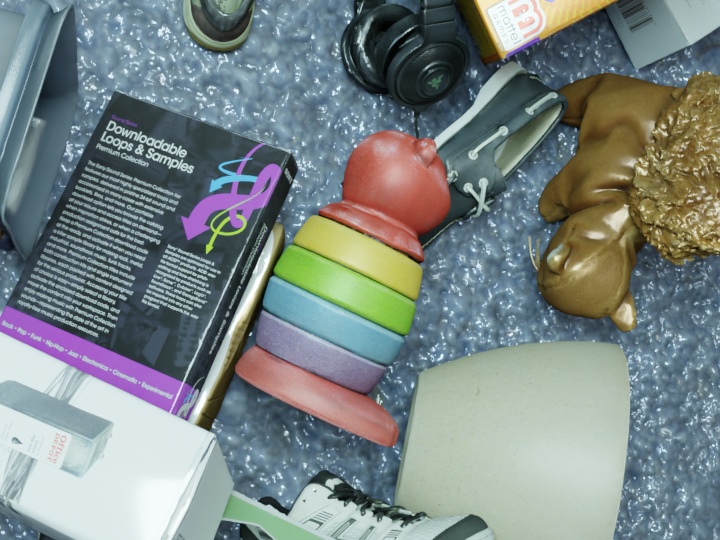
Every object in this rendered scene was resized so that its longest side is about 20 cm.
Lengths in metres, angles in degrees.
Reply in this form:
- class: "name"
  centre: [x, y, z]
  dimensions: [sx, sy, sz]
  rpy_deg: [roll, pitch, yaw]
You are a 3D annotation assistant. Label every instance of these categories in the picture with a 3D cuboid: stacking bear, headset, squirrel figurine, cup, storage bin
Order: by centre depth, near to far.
- class: "storage bin"
  centre: [-0.252, -0.086, 0.631]
  dimensions: [0.132, 0.200, 0.148]
  rpy_deg: [17, 79, -10]
- class: "stacking bear"
  centre: [0.000, 0.000, 0.745]
  dimensions: [0.112, 0.121, 0.203]
  rpy_deg: [25, 87, -24]
- class: "cup"
  centre: [0.102, 0.140, 0.780]
  dimensions: [0.140, 0.200, 0.204]
  rpy_deg: [11, 81, 2]
- class: "headset"
  centre: [0.020, -0.157, 0.795]
  dimensions: [0.092, 0.123, 0.204]
  rpy_deg: [-14, 115, -20]
- class: "squirrel figurine"
  centre: [0.214, -0.053, 0.825]
  dimensions: [0.141, 0.199, 0.188]
  rpy_deg: [43, 62, -20]

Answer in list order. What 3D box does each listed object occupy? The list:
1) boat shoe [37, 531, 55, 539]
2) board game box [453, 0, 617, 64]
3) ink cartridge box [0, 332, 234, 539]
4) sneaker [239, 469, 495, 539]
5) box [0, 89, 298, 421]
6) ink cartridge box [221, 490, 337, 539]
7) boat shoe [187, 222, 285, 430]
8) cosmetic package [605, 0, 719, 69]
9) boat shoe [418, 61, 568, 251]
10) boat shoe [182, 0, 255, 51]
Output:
- class: "boat shoe"
  centre: [-0.185, 0.206, 0.699]
  dimensions: [0.072, 0.063, 0.204]
  rpy_deg: [20, 78, -20]
- class: "board game box"
  centre: [0.140, -0.288, 0.772]
  dimensions: [0.197, 0.200, 0.203]
  rpy_deg: [-26, 98, 7]
- class: "ink cartridge box"
  centre: [-0.180, 0.108, 0.625]
  dimensions: [0.197, 0.146, 0.086]
  rpy_deg: [25, 69, 8]
- class: "sneaker"
  centre: [-0.006, 0.178, 0.723]
  dimensions: [0.075, 0.197, 0.089]
  rpy_deg: [10, 66, -62]
- class: "box"
  centre: [-0.143, -0.009, 0.713]
  dimensions: [0.141, 0.036, 0.203]
  rpy_deg: [20, 77, 15]
- class: "ink cartridge box"
  centre: [-0.094, 0.253, 0.696]
  dimensions: [0.143, 0.048, 0.203]
  rpy_deg: [18, 78, 23]
- class: "boat shoe"
  centre: [-0.118, 0.051, 0.745]
  dimensions: [0.068, 0.071, 0.203]
  rpy_deg: [22, 76, 1]
- class: "cosmetic package"
  centre: [0.309, -0.278, 0.949]
  dimensions: [0.199, 0.081, 0.114]
  rpy_deg: [-35, 98, -21]
- class: "boat shoe"
  centre: [0.091, -0.082, 0.832]
  dimensions: [0.060, 0.076, 0.201]
  rpy_deg: [31, 72, 20]
- class: "boat shoe"
  centre: [-0.092, -0.266, 0.776]
  dimensions: [0.070, 0.066, 0.205]
  rpy_deg: [6, 83, -23]
